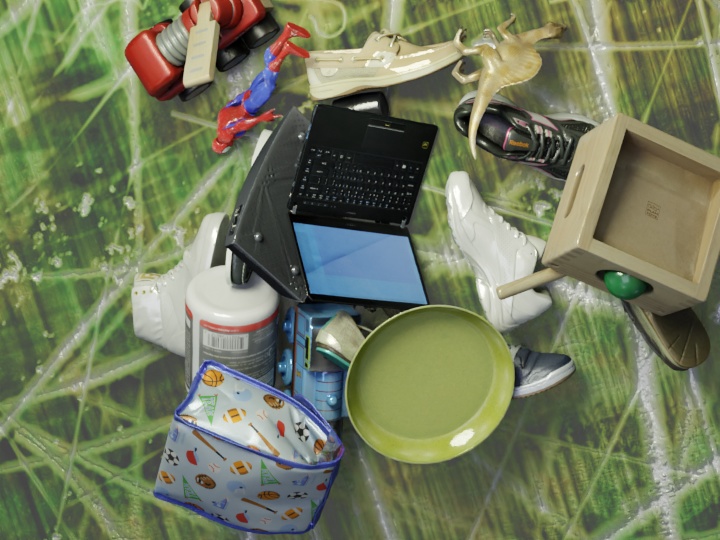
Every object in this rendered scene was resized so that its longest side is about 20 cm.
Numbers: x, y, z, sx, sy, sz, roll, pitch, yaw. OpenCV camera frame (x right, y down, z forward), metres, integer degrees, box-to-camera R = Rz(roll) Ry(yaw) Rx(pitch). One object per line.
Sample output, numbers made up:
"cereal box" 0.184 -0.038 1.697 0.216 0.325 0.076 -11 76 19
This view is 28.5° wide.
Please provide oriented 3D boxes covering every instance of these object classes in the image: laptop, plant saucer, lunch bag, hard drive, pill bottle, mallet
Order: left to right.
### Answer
"pill bottle" -0.160 0.105 1.751 0.115 0.116 0.201 16 126 15
"lunch bag" -0.126 0.221 1.679 0.199 0.124 0.171 23 137 3
"hard drive" -0.083 -0.076 1.658 0.042 0.201 0.135 -12 137 43
"mallet" 0.006 -0.115 1.711 0.065 0.041 0.202 0 105 16
"laptop" 0.016 -0.070 1.627 0.103 0.176 0.202 37 115 51
"plant saucer" 0.078 0.127 1.626 0.198 0.031 0.202 -4 113 -8

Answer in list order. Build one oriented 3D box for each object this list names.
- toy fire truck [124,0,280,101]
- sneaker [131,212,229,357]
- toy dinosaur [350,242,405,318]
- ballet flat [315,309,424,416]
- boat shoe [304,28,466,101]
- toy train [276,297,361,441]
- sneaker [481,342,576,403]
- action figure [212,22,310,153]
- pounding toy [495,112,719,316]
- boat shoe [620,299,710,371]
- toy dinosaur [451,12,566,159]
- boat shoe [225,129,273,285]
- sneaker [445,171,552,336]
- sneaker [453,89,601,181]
"toy fire truck" -0.199 -0.260 1.661 0.175 0.200 0.129 -33 89 22
"sneaker" -0.235 0.010 1.800 0.115 0.074 0.202 18 108 12
"toy dinosaur" 0.000 0.000 1.707 0.047 0.088 0.201 -35 90 12
"ballet flat" 0.031 0.118 1.669 0.200 0.067 0.063 41 72 -30
"boat shoe" 0.025 -0.248 1.657 0.198 0.072 0.066 -9 100 26
"toy train" -0.051 0.127 1.730 0.086 0.114 0.202 -1 104 -19
"sneaker" 0.151 0.097 1.685 0.198 0.070 0.109 -12 100 24
"action figure" -0.125 -0.209 1.717 0.051 0.066 0.200 24 130 -28
"pounding toy" 0.277 -0.040 1.534 0.183 0.142 0.202 22 75 -10
"boat shoe" 0.323 0.026 1.611 0.071 0.066 0.202 -23 76 -20
"toy dinosaur" 0.149 -0.227 1.576 0.101 0.058 0.200 28 70 31
"boat shoe" -0.114 -0.073 1.706 0.060 0.076 0.202 13 78 5
"sneaker" 0.166 -0.031 1.660 0.099 0.078 0.201 -23 96 8
"sneaker" 0.192 -0.144 1.610 0.198 0.086 0.081 15 108 15
